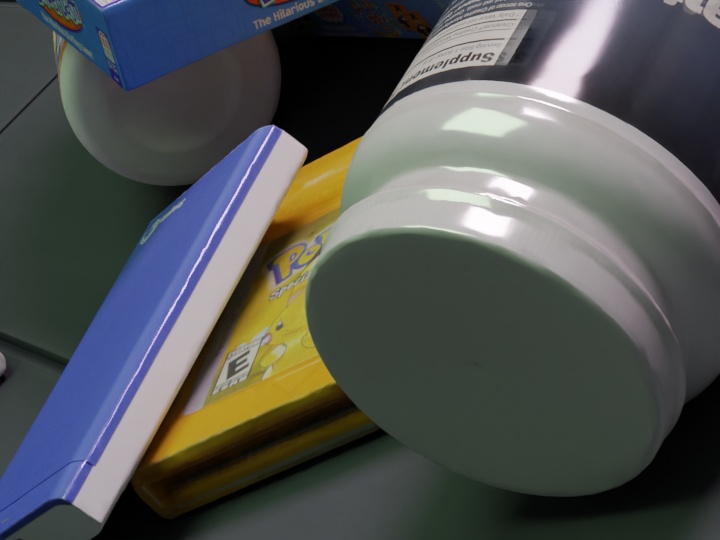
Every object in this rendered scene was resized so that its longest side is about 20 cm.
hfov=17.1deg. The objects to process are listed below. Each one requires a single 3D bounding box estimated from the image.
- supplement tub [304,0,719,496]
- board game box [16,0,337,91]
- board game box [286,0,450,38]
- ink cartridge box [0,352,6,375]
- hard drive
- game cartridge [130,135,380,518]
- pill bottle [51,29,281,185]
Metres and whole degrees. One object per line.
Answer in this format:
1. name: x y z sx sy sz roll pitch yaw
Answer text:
1. supplement tub: 0.079 -0.038 0.806 0.140 0.140 0.200 -14 35 45
2. board game box: -0.054 -0.162 1.129 0.200 0.045 0.152 -25 31 -18
3. board game box: 0.053 -0.178 1.210 0.151 0.037 0.200 -46 25 -16
4. ink cartridge box: -0.288 0.053 1.259 0.145 0.085 0.200 -46 23 -11
5. hard drive: -0.100 0.039 1.022 0.132 0.025 0.200 -35 23 54
6. game cartridge: 0.000 0.000 0.991 0.176 0.032 0.200 -26 29 30
7. pill bottle: -0.108 -0.128 1.272 0.112 0.112 0.200 -38 23 7
